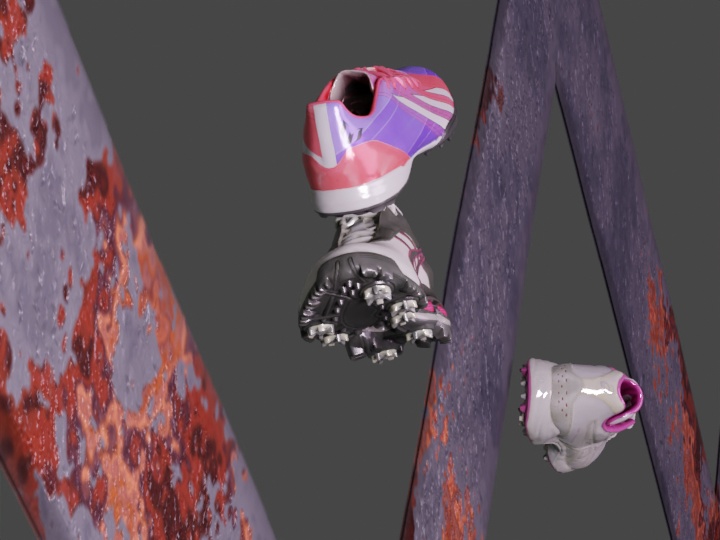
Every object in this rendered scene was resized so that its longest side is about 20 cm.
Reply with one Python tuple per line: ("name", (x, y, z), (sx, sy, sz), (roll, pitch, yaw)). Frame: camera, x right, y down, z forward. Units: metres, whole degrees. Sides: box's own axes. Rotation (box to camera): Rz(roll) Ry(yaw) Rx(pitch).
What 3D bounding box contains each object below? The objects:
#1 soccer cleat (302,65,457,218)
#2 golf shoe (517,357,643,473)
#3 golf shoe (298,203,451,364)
("soccer cleat", (0.011, -0.098, 1.732), (0.200, 0.068, 0.073), (-54, 134, -62))
("golf shoe", (0.184, 0.117, 2.247), (0.200, 0.091, 0.076), (38, 50, -71))
("golf shoe", (0.000, 0.000, 1.685), (0.200, 0.077, 0.088), (44, 32, -77))
